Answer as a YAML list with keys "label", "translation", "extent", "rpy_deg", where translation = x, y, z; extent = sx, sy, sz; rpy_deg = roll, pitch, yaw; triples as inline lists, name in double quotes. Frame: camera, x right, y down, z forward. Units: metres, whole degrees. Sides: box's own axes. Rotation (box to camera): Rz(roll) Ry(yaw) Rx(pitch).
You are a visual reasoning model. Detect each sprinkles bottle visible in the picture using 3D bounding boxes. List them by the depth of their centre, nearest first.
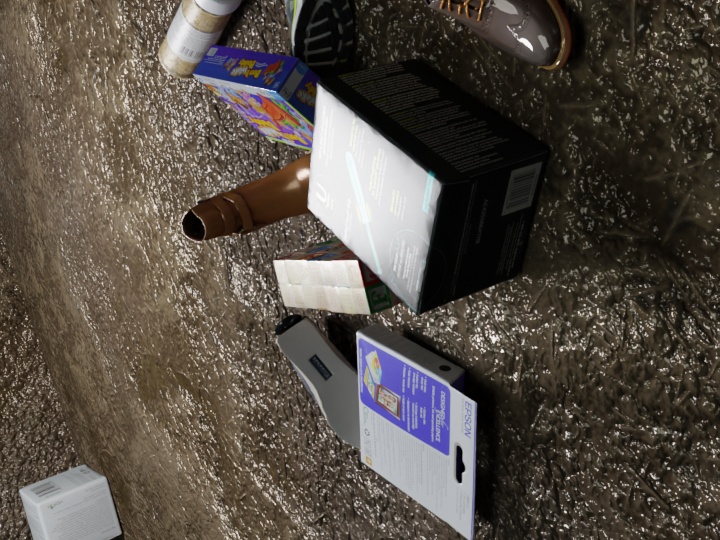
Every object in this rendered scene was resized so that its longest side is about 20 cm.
- label: "sprinkles bottle"
  translation: [-0.214, -0.330, 1.302]
  extent: [0.200, 0.068, 0.069]
  rpy_deg: [-37, 75, 58]

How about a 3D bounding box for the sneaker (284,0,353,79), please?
- label: "sneaker"
  translation: [-0.054, -0.305, 1.074]
  extent: [0.081, 0.073, 0.202]
  rpy_deg: [-134, 39, -58]

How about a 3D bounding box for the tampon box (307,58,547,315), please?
- label: "tampon box"
  translation: [0.055, -0.087, 0.946]
  extent: [0.200, 0.126, 0.151]
  rpy_deg: [45, 140, 38]

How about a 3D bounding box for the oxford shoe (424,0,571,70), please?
- label: "oxford shoe"
  translation: [0.099, -0.230, 0.847]
  extent: [0.200, 0.073, 0.072]
  rpy_deg: [47, 142, 34]

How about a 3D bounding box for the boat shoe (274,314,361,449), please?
- label: "boat shoe"
  translation: [-0.037, 0.140, 1.296]
  extent: [0.201, 0.074, 0.093]
  rpy_deg: [57, -178, -2]

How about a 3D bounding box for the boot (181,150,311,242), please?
- label: "boot"
  translation: [-0.128, -0.088, 1.214]
  extent: [0.200, 0.154, 0.077]
  rpy_deg: [-8, 100, 59]

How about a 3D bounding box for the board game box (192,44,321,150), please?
- label: "board game box"
  translation: [-0.090, -0.194, 1.127]
  extent: [0.134, 0.045, 0.200]
  rpy_deg: [38, 171, -37]

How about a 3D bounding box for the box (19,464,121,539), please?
- label: "box"
  translation: [-0.783, 0.652, 2.646]
  extent: [0.198, 0.199, 0.173]
  rpy_deg: [1, 105, 57]

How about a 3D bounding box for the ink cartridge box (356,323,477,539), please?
- label: "ink cartridge box"
  translation: [0.075, 0.186, 1.145]
  extent: [0.199, 0.043, 0.200]
  rpy_deg: [29, 130, 43]

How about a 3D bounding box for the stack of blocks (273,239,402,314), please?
- label: "stack of blocks"
  translation: [0.000, 0.000, 1.096]
  extent: [0.200, 0.115, 0.059]
  rpy_deg: [2, 108, 59]
